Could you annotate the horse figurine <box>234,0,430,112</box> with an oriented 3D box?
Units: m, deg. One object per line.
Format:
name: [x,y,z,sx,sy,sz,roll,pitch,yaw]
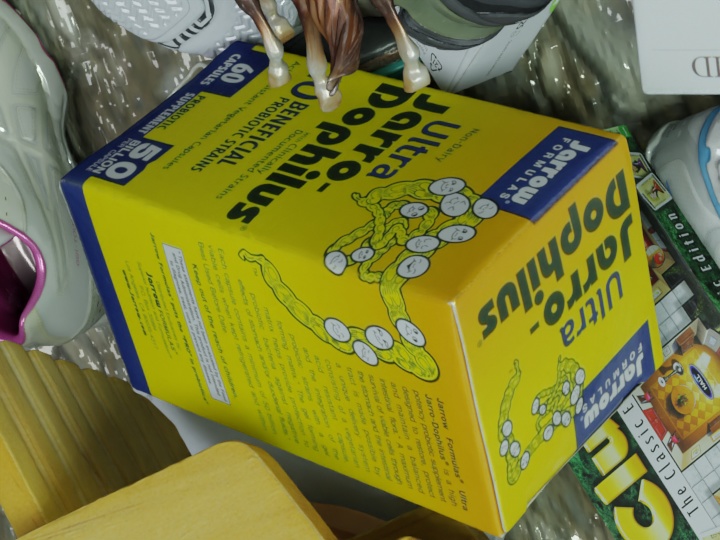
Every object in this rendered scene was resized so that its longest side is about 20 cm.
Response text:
horse figurine: [-0.040,-0.123,0.766,0.133,0.050,0.200,62,168,-24]

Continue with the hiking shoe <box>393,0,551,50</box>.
hiking shoe: [0.027,-0.179,0.721,0.100,0.076,0.201,-12,108,51]

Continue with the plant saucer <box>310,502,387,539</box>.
plant saucer: [0.000,0.204,1.033,0.199,0.037,0.202,19,130,24]

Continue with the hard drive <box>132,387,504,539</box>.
hard drive: [-0.020,0.082,1.018,0.199,0.026,0.133,25,122,20]

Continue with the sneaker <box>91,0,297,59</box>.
sneaker: [-0.101,-0.176,0.905,0.199,0.115,0.075,33,126,-4]

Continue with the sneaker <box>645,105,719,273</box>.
sneaker: [0.176,0.018,0.852,0.086,0.075,0.201,-1,117,61]

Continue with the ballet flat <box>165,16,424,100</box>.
ballet flat: [-0.048,-0.072,0.942,0.200,0.068,0.069,-36,78,37]

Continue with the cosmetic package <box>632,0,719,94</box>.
cosmetic package: [0.149,-0.170,0.771,0.101,0.071,0.202,2,113,31]

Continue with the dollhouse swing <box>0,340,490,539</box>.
dollhouse swing: [-0.050,0.085,0.897,0.181,0.200,0.177,-26,65,20]

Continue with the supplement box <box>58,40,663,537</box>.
supplement box: [0.000,0.000,0.815,0.199,0.109,0.110,17,136,37]

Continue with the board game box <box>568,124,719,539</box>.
board game box: [0.121,0.055,0.830,0.201,0.023,0.105,58,134,17]

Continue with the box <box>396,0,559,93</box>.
box: [0.042,-0.186,0.789,0.157,0.041,0.200,58,146,17]

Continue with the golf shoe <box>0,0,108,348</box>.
golf shoe: [-0.179,-0.054,1.014,0.075,0.091,0.201,-27,94,38]
